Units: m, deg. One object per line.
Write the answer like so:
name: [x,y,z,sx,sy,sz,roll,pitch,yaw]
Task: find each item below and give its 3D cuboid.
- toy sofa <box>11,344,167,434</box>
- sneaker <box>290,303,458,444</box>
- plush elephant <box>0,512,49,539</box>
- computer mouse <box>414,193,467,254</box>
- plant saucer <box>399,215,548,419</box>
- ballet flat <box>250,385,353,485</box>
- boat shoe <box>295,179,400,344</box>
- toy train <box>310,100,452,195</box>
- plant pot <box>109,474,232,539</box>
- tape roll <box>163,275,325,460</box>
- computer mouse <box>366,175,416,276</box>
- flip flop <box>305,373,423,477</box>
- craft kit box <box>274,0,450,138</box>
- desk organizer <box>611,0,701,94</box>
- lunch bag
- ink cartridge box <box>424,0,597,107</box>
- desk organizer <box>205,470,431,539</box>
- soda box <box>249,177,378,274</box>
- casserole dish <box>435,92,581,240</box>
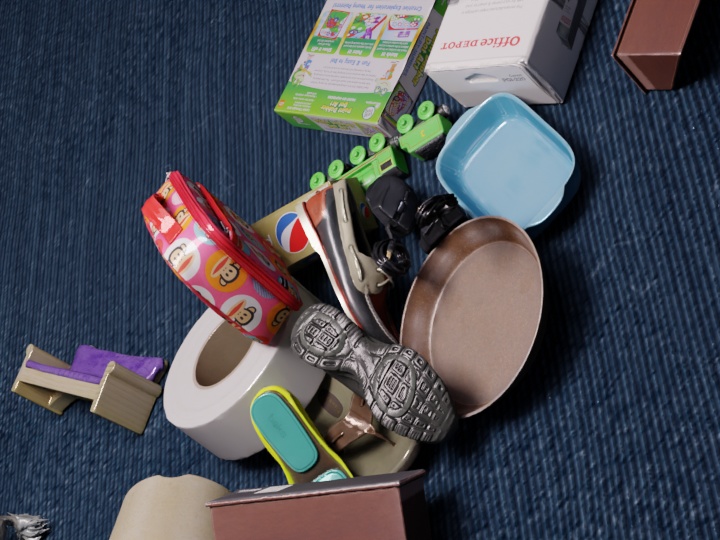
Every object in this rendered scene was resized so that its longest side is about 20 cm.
toy sofa: [-0.333,0.131,1.767,0.199,0.083,0.099,6,70,47]
sneaker: [0.025,0.102,1.401,0.200,0.091,0.076,38,90,31]
plush elephant: [-0.478,0.366,1.711,0.164,0.198,0.157,16,98,62]
computer mouse: [0.073,-0.053,1.423,0.059,0.200,0.034,-41,79,1]
plant saucer: [0.114,0.048,1.393,0.199,0.034,0.202,-26,55,44]
ballet flat: [-0.041,0.202,1.429,0.066,0.067,0.201,-34,79,10]
boat shoe: [0.000,0.000,1.502,0.062,0.071,0.201,-29,71,7]
toy train: [0.023,-0.121,1.618,0.199,0.042,0.057,-32,56,26]
plant pot: [-0.187,0.315,1.437,0.199,0.200,0.185,-28,35,28]
tape roll: [-0.121,0.101,1.557,0.202,0.071,0.204,-36,31,26]
computer mouse: [0.037,-0.050,1.490,0.034,0.059,0.201,-41,21,20]
flip flop: [-0.008,0.152,1.450,0.081,0.057,0.200,-54,39,1]
craft kit box: [0.008,-0.259,1.722,0.199,0.048,0.199,14,72,48]
desk organizer: [0.323,-0.277,1.401,0.076,0.072,0.202,8,70,44]
lunch bag: [-0.156,-0.022,1.492,0.082,0.176,0.200,-47,29,4]
ink cartridge box: [0.172,-0.281,1.543,0.145,0.085,0.202,4,65,46]
desk organizer: [-0.037,0.240,1.344,0.198,0.072,0.078,-9,88,22]
soda box: [-0.083,-0.033,1.624,0.199,0.068,0.065,-28,83,29]
casserole dish: [0.155,-0.101,1.474,0.121,0.039,0.200,-48,41,8]
